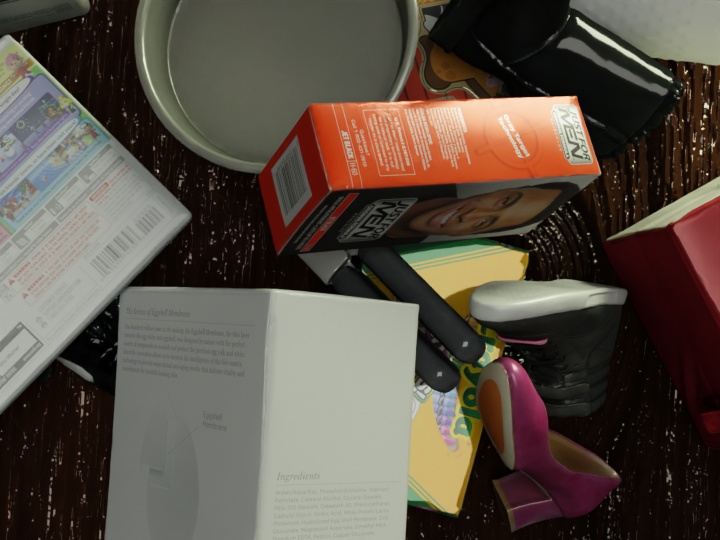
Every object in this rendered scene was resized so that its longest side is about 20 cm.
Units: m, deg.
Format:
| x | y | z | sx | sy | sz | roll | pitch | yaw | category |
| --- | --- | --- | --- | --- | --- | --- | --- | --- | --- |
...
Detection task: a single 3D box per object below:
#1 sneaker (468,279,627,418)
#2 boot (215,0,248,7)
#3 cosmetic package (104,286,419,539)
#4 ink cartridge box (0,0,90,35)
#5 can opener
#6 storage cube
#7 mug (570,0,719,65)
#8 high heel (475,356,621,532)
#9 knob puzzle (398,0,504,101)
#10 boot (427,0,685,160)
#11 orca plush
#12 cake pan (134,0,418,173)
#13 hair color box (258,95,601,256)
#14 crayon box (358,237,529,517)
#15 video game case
| x | y | z | sx | sy | sz | roll | pitch | yaw | category |
| --- | --- | --- | --- | --- | --- | --- | --- | --- | --- |
| 0.133 | 0.058 | 0.861 | 0.070 | 0.199 | 0.100 | 9 | 94 | 32 | sneaker |
| -0.030 | -0.259 | 0.909 | 0.198 | 0.075 | 0.098 | -15 | 91 | -3 | boot |
| -0.071 | 0.114 | 0.813 | 0.122 | 0.199 | 0.202 | 4 | 88 | -37 | cosmetic package |
| -0.256 | -0.257 | 0.830 | 0.083 | 0.200 | 0.146 | -14 | 88 | -1 | ink cartridge box |
| 0.000 | 0.000 | 0.842 | 0.053 | 0.067 | 0.200 | -48 | 61 | 7 | can opener |
| 0.305 | 0.013 | 0.873 | 0.199 | 0.171 | 0.181 | -28 | 89 | -5 | storage cube |
| 0.191 | -0.256 | 0.902 | 0.174 | 0.148 | 0.201 | 8 | 59 | 5 | mug |
| 0.138 | 0.115 | 0.858 | 0.095 | 0.068 | 0.201 | -20 | 134 | -5 | high heel |
| 0.051 | -0.126 | 0.898 | 0.217 | 0.030 | 0.222 | 3 | 73 | -8 | knob puzzle |
| 0.145 | -0.156 | 0.820 | 0.162 | 0.198 | 0.074 | 34 | 69 | -7 | boot |
| -0.196 | 0.056 | 0.883 | 0.105 | 0.071 | 0.201 | -27 | 90 | -5 | orca plush |
| -0.057 | -0.162 | 0.851 | 0.198 | 0.037 | 0.202 | -1 | 82 | 7 | cake pan |
| 0.045 | -0.063 | 0.798 | 0.198 | 0.102 | 0.062 | -7 | 71 | -26 | hair color box |
| 0.040 | 0.067 | 0.906 | 0.118 | 0.058 | 0.202 | 16 | 86 | -3 | crayon box |
| -0.248 | -0.030 | 0.840 | 0.182 | 0.022 | 0.200 | 44 | 79 | -1 | video game case |
